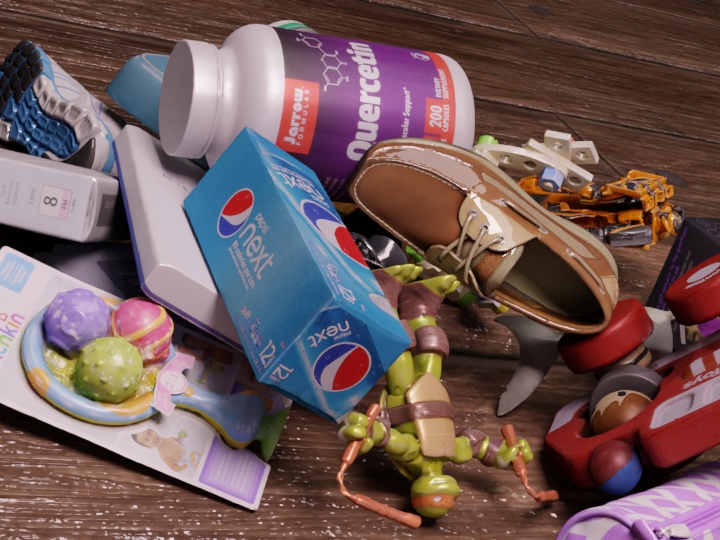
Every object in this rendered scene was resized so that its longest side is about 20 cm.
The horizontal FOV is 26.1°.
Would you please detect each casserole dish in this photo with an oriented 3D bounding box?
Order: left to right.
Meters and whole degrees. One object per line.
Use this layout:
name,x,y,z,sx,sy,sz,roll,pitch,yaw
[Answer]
casserole dish,-0.104,-0.115,1.171,0.121,0.039,0.200,0,30,-49

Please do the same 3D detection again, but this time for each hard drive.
hard drive,-0.095,-0.014,1.014,0.132,0.025,0.200,33,17,-28

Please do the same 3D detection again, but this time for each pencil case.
pencil case,0.196,0.160,0.935,0.084,0.086,0.200,45,31,25

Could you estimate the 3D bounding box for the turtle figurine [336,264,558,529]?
turtle figurine,0.042,0.083,0.951,0.200,0.064,0.161,10,66,-43

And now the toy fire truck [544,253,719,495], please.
toy fire truck,0.205,0.080,1.000,0.112,0.200,0.168,60,23,-6

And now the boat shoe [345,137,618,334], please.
boat shoe,0.087,-0.020,1.017,0.200,0.076,0.074,25,26,-12

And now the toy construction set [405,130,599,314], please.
toy construction set,0.105,-0.050,1.234,0.092,0.131,0.200,55,47,-20

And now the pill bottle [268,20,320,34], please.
pill bottle,-0.014,-0.128,1.350,0.200,0.113,0.113,35,28,29

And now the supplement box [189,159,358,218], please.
supplement box,-0.065,-0.058,1.217,0.200,0.067,0.069,31,26,21

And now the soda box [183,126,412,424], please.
soda box,-0.042,-0.002,0.925,0.064,0.068,0.200,31,17,-35

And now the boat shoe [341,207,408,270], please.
boat shoe,0.002,0.002,1.036,0.075,0.066,0.199,48,14,-6

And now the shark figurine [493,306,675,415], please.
shark figurine,0.194,0.069,1.149,0.128,0.090,0.214,-5,0,32

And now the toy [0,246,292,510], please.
toy,-0.131,0.050,0.906,0.200,0.047,0.115,28,38,-8

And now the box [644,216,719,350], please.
box,0.346,0.049,1.265,0.122,0.106,0.200,2,30,-35

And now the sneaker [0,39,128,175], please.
sneaker,-0.226,-0.111,1.218,0.087,0.075,0.200,21,18,-44

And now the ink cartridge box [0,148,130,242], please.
ink cartridge box,-0.257,-0.062,1.047,0.200,0.057,0.163,9,3,3

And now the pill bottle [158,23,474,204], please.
pill bottle,-0.030,-0.104,1.057,0.200,0.113,0.112,5,28,-24

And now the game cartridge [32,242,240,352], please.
game cartridge,-0.105,0.027,1.041,0.200,0.041,0.133,-1,28,-39

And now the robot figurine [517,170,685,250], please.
robot figurine,0.180,-0.053,1.342,0.200,0.058,0.145,3,15,27
